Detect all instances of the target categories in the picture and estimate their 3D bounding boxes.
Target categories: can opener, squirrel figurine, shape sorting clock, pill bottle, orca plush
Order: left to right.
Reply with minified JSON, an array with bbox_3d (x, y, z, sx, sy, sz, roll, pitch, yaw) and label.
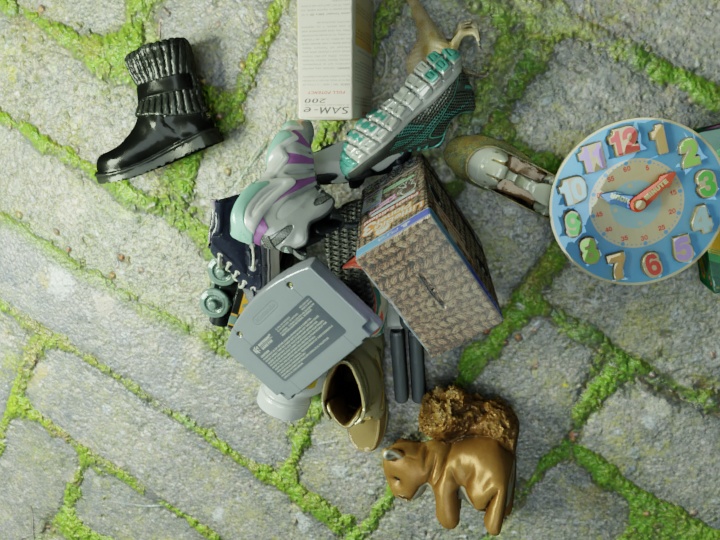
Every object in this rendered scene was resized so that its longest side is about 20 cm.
[{"bbox_3d":[-0.087,0.112,0.877,0.111,0.112,0.201,21,106,7],"label":"pill bottle"},{"bbox_3d":[-0.021,-0.129,0.826,0.199,0.105,0.071,-25,136,-2],"label":"orca plush"},{"bbox_3d":[0.064,0.103,0.868,0.052,0.066,0.201,-1,107,12],"label":"can opener"},{"bbox_3d":[0.128,0.261,0.869,0.186,0.141,0.201,7,91,22],"label":"squirrel figurine"},{"bbox_3d":[0.327,-0.079,0.713,0.199,0.039,0.201,2,101,12],"label":"shape sorting clock"}]

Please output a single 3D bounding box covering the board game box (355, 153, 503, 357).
[{"bbox_3d":[0.081,-0.026,0.739,0.097,0.200,0.160,-31,114,18],"label":"board game box"}]

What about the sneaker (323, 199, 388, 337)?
[{"bbox_3d":[0.000,0.000,0.835,0.070,0.093,0.201,-15,59,15],"label":"sneaker"}]

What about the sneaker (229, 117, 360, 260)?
[{"bbox_3d":[-0.060,-0.095,0.745,0.139,0.201,0.078,22,151,1],"label":"sneaker"}]

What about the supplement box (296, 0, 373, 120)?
[{"bbox_3d":[-0.030,-0.293,0.761,0.073,0.126,0.201,3,103,12],"label":"supplement box"}]

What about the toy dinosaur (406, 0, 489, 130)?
[{"bbox_3d":[0.104,-0.283,0.767,0.101,0.058,0.201,-14,99,17],"label":"toy dinosaur"}]

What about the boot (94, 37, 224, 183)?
[{"bbox_3d":[-0.313,-0.227,0.865,0.210,0.079,0.159,-21,105,6],"label":"boot"}]

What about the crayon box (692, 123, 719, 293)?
[{"bbox_3d":[0.469,-0.084,0.727,0.118,0.058,0.201,-12,100,16],"label":"crayon box"}]

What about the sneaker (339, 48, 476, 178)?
[{"bbox_3d":[0.063,-0.174,0.745,0.200,0.078,0.091,-40,125,10],"label":"sneaker"}]

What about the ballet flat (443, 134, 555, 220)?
[{"bbox_3d":[0.200,-0.120,0.779,0.199,0.071,0.071,28,108,6],"label":"ballet flat"}]

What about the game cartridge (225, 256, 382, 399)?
[{"bbox_3d":[-0.082,0.074,0.762,0.133,0.042,0.200,46,123,-4],"label":"game cartridge"}]

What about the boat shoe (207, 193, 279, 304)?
[{"bbox_3d":[-0.158,-0.007,0.802,0.092,0.075,0.201,-1,101,-21],"label":"boat shoe"}]

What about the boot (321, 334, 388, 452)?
[{"bbox_3d":[-0.006,0.194,0.854,0.072,0.155,0.201,5,105,12],"label":"boot"}]

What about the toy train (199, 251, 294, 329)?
[{"bbox_3d":[-0.163,0.001,0.889,0.113,0.085,0.201,18,107,-2],"label":"toy train"}]
